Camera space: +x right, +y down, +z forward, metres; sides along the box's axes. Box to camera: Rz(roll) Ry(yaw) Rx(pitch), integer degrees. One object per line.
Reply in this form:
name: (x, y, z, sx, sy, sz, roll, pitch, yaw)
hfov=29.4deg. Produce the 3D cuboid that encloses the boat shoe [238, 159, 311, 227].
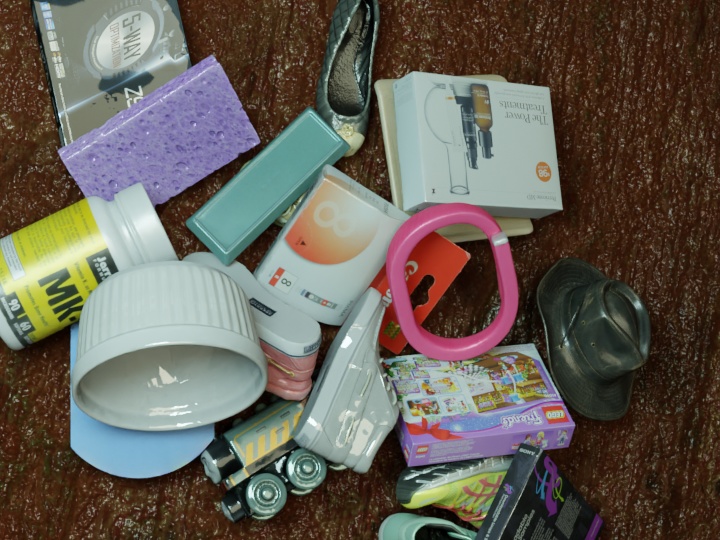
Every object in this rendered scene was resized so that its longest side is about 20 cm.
boat shoe: (-0.047, -0.070, 1.574, 0.199, 0.063, 0.074, 32, 77, -11)

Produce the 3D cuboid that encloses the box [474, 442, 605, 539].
box: (0.204, 0.305, 1.566, 0.200, 0.036, 0.144, 50, 62, -44)

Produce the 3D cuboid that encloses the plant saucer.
plant saucer: (-0.103, -0.099, 1.540, 0.070, 0.019, 0.200, 44, 79, 8)

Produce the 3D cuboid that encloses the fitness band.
fitness band: (0.104, 0.016, 1.545, 0.142, 0.038, 0.202, -16, 125, -1)

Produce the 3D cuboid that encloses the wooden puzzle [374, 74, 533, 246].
wooden puzzle: (0.106, -0.130, 1.626, 0.183, 0.046, 0.203, -7, 82, -28)

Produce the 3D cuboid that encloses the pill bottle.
pill bottle: (-0.301, -0.008, 1.450, 0.198, 0.114, 0.115, -27, 92, -6)

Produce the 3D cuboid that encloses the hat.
hat: (0.297, 0.071, 1.621, 0.199, 0.080, 0.203, 20, 60, -39)

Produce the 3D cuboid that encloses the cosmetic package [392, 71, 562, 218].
cosmetic package: (0.136, -0.142, 1.584, 0.198, 0.051, 0.153, 1, 80, -32)

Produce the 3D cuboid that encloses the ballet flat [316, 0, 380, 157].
ballet flat: (-0.014, -0.234, 1.604, 0.066, 0.057, 0.203, 6, 83, -15)

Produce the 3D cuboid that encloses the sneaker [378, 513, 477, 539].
sneaker: (0.126, 0.333, 1.557, 0.198, 0.118, 0.075, 21, 78, -14)

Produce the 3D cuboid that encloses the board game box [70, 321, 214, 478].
board game box: (-0.241, 0.125, 1.510, 0.156, 0.039, 0.203, 0, 84, -16)

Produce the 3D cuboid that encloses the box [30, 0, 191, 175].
box: (-0.270, -0.221, 1.533, 0.158, 0.043, 0.203, -12, 88, -17)

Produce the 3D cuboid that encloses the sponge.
sponge: (-0.217, -0.136, 1.497, 0.199, 0.030, 0.112, -32, 127, -3)

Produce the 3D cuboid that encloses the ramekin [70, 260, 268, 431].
ramekin: (-0.196, 0.075, 1.406, 0.198, 0.201, 0.106, 1, 59, -16)

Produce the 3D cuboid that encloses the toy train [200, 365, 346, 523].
toy train: (-0.081, 0.196, 1.534, 0.199, 0.085, 0.115, -31, 81, -15)

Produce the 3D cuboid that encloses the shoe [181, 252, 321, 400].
shoe: (-0.128, 0.063, 1.521, 0.199, 0.092, 0.071, 32, 42, 27)

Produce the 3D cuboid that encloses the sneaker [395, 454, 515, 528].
sneaker: (0.124, 0.254, 1.566, 0.198, 0.078, 0.092, -7, 95, -39)

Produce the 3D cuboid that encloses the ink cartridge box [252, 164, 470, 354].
ink cartridge box: (0.000, 0.000, 1.547, 0.199, 0.050, 0.163, 32, 114, -9)

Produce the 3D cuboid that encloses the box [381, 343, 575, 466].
box: (0.130, 0.152, 1.576, 0.197, 0.039, 0.138, -4, 41, -16)

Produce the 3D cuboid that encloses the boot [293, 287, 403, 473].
boot: (0.006, 0.123, 1.508, 0.095, 0.074, 0.202, 29, 66, -9)
